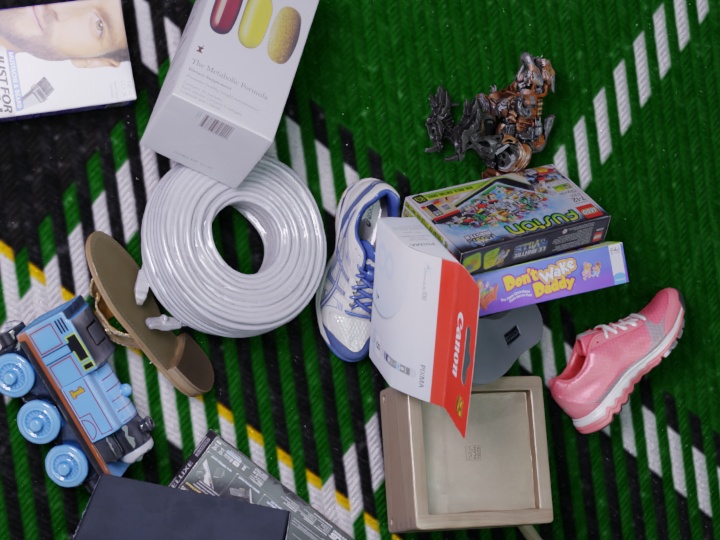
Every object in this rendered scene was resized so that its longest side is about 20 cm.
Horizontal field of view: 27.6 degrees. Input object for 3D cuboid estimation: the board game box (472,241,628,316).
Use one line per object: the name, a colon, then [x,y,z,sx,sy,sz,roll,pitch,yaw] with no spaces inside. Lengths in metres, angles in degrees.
board game box: [0.172,0.009,1.600,0.199,0.134,0.045,-12,95,-16]

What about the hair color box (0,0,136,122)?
hair color box: [-0.336,-0.211,1.489,0.199,0.065,0.110,-10,94,-17]

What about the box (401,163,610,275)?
box: [0.155,-0.055,1.562,0.199,0.110,0.035,-14,133,-30]

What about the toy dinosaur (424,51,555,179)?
toy dinosaur: [0.151,-0.144,1.616,0.135,0.102,0.201,18,75,-30]

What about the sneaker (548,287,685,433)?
sneaker: [0.292,0.087,1.668,0.087,0.074,0.200,41,81,-11]

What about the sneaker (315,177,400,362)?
sneaker: [0.000,0.000,1.576,0.075,0.088,0.202,5,91,-17]

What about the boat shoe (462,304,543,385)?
boat shoe: [0.125,0.079,1.577,0.200,0.070,0.071,-28,99,-55]

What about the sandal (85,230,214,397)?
sandal: [-0.241,0.059,1.521,0.069,0.078,0.212,-23,118,26]

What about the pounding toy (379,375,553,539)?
pounding toy: [0.128,0.218,1.607,0.199,0.142,0.186,0,78,-17]

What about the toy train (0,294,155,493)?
toy train: [-0.288,0.129,1.483,0.114,0.087,0.201,-27,99,15]

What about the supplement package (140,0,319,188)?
supplement package: [-0.130,-0.208,1.485,0.113,0.110,0.201,24,59,-15]

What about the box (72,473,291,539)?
box: [-0.185,0.331,1.452,0.199,0.124,0.198,12,120,-1]

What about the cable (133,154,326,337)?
cable: [-0.131,-0.031,1.522,0.199,0.069,0.202,8,74,-27]

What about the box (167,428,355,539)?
box: [-0.127,0.293,1.566,0.200,0.050,0.158,38,82,-13]

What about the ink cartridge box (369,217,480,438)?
ink cartridge box: [0.060,0.054,1.463,0.047,0.200,0.161,-2,112,-16]
